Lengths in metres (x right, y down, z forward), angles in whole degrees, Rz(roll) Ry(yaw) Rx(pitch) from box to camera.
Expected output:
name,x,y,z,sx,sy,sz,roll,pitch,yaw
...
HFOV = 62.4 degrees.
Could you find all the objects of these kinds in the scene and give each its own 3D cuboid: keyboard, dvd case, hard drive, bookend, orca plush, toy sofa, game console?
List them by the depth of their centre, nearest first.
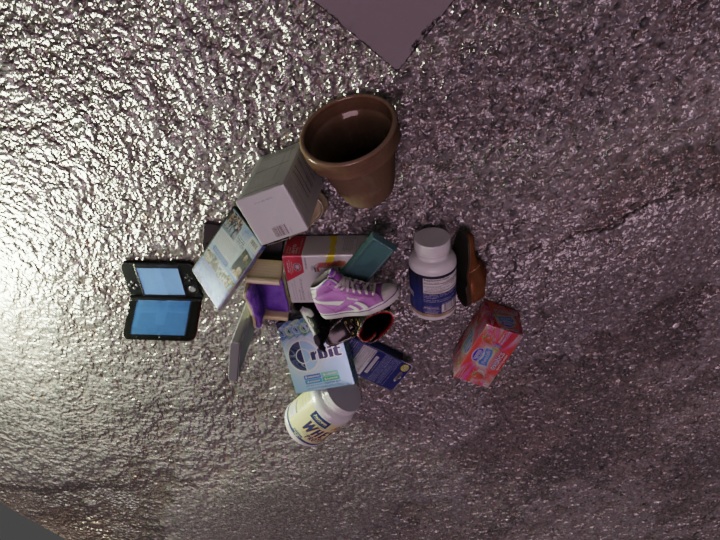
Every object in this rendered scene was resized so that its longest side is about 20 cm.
name,x,y,z,sx,sy,sz,roll,pitch,yaw
bookend,0.053,-0.497,1.031,0.199,0.092,0.199,34,122,-16
dvd case,-0.307,-0.030,1.379,0.200,0.143,0.017,-52,148,18
orca plush,-0.104,0.099,1.436,0.105,0.200,0.071,35,110,-21
toy sofa,-0.221,0.063,1.436,0.082,0.098,0.201,4,149,2
keyboard,-0.284,-0.058,1.444,0.198,0.040,0.105,11,104,1
hard drive,-0.292,0.159,1.491,0.026,0.201,0.133,11,127,-2
game console,-0.514,0.075,1.509,0.198,0.119,0.173,1,127,6

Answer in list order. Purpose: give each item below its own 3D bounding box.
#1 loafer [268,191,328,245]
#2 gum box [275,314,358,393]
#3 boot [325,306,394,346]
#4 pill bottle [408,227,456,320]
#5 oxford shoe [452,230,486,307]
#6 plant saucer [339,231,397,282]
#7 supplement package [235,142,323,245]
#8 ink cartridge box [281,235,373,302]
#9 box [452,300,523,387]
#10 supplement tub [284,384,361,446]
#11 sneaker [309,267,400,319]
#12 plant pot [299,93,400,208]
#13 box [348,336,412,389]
name,x,y,z,sx,sy,sz,roll,pitch,yaw
loafer,-0.158,-0.110,1.355,0.199,0.068,0.076,-31,118,22
gum box,-0.113,0.211,1.558,0.169,0.045,0.202,-13,100,16
boot,-0.003,0.133,1.435,0.199,0.151,0.073,-31,104,2
pill bottle,0.167,0.006,1.377,0.110,0.111,0.201,0,126,7
oxford shoe,0.260,-0.012,1.392,0.071,0.071,0.201,-20,126,-13
plant saucer,0.000,0.000,1.348,0.070,0.019,0.200,30,124,-16
supplement package,-0.161,-0.165,1.235,0.113,0.201,0.110,-16,122,19
ink cartridge box,-0.073,-0.003,1.417,0.198,0.084,0.146,-1,127,7
box,0.316,0.187,1.501,0.102,0.095,0.201,19,126,-6
supplement tub,-0.106,0.389,1.673,0.145,0.145,0.200,34,123,-18
sneaker,-0.018,0.041,1.327,0.199,0.073,0.115,-14,121,15
plant pot,-0.005,-0.225,1.200,0.198,0.202,0.175,-7,145,12
box,0.030,0.247,1.621,0.199,0.033,0.121,27,125,-11
